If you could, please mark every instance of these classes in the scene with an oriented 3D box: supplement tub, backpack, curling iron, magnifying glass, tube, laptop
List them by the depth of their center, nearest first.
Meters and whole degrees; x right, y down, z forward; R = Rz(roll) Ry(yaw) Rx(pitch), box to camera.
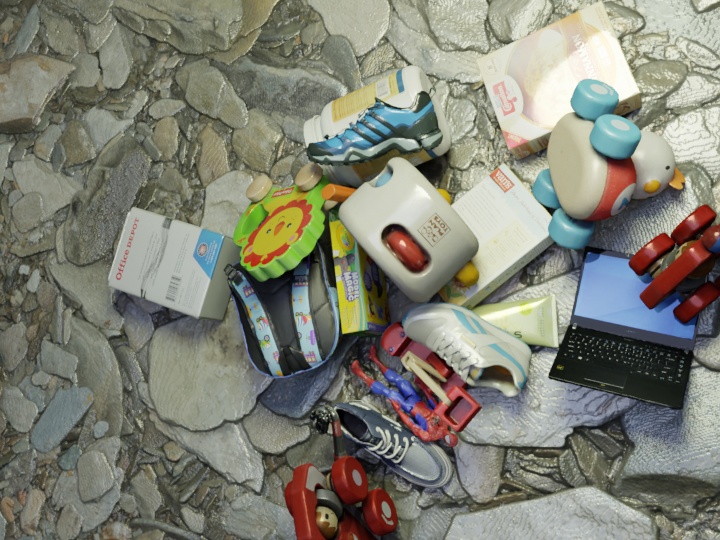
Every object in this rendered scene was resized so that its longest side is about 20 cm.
[{"bbox_3d":[0.371,0.073,1.158,0.176,0.200,0.104,11,126,23],"label":"laptop"},{"bbox_3d":[0.194,0.079,1.259,0.199,0.052,0.058,-3,125,17],"label":"tube"},{"bbox_3d":[0.006,-0.108,1.276,0.079,0.200,0.022,-38,68,25],"label":"magnifying glass"},{"bbox_3d":[-0.037,0.281,1.277,0.049,0.026,0.201,14,130,39],"label":"curling iron"},{"bbox_3d":[0.026,-0.216,1.311,0.199,0.145,0.146,-21,76,18],"label":"supplement tub"},{"bbox_3d":[-0.101,0.066,1.329,0.182,0.134,0.201,-20,76,18],"label":"backpack"}]

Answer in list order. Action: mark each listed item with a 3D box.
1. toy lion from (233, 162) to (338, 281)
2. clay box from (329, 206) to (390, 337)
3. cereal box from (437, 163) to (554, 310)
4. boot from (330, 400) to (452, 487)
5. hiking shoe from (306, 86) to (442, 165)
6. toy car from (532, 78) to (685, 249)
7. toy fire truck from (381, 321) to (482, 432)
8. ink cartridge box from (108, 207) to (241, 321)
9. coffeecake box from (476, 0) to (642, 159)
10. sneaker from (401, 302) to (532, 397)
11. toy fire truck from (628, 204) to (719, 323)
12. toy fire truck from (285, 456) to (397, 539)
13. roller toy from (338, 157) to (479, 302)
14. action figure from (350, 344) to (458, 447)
[{"bbox_3d":[-0.125,-0.066,1.271,0.199,0.069,0.192,-6,48,46],"label":"toy lion"},{"bbox_3d":[0.000,0.000,1.309,0.047,0.115,0.202,-10,80,19],"label":"clay box"},{"bbox_3d":[0.183,-0.046,1.262,0.200,0.040,0.144,-38,59,7],"label":"cereal box"},{"bbox_3d":[0.042,0.265,1.270,0.199,0.090,0.073,28,93,22],"label":"boot"},{"bbox_3d":[0.016,-0.203,1.207,0.199,0.074,0.087,-11,102,4],"label":"hiking shoe"},{"bbox_3d":[0.370,-0.138,1.160,0.199,0.185,0.178,6,41,-12],"label":"toy car"},{"bbox_3d":[0.099,0.149,1.235,0.200,0.141,0.049,42,98,21],"label":"toy fire truck"},{"bbox_3d":[-0.318,-0.011,1.452,0.199,0.084,0.146,17,90,22],"label":"ink cartridge box"},{"bbox_3d":[0.294,-0.280,1.253,0.199,0.073,0.154,-22,76,18],"label":"coffeecake box"},{"bbox_3d":[0.152,0.112,1.211,0.199,0.081,0.077,23,131,0],"label":"sneaker"},{"bbox_3d":[0.454,-0.032,1.089,0.199,0.168,0.112,-31,69,-19],"label":"toy fire truck"},{"bbox_3d":[-0.032,0.381,1.212,0.112,0.200,0.168,-27,31,20],"label":"toy fire truck"},{"bbox_3d":[0.074,-0.060,1.187,0.140,0.182,0.200,-42,59,4],"label":"roller toy"},{"bbox_3d":[0.072,0.198,1.284,0.200,0.052,0.065,42,58,19],"label":"action figure"}]
